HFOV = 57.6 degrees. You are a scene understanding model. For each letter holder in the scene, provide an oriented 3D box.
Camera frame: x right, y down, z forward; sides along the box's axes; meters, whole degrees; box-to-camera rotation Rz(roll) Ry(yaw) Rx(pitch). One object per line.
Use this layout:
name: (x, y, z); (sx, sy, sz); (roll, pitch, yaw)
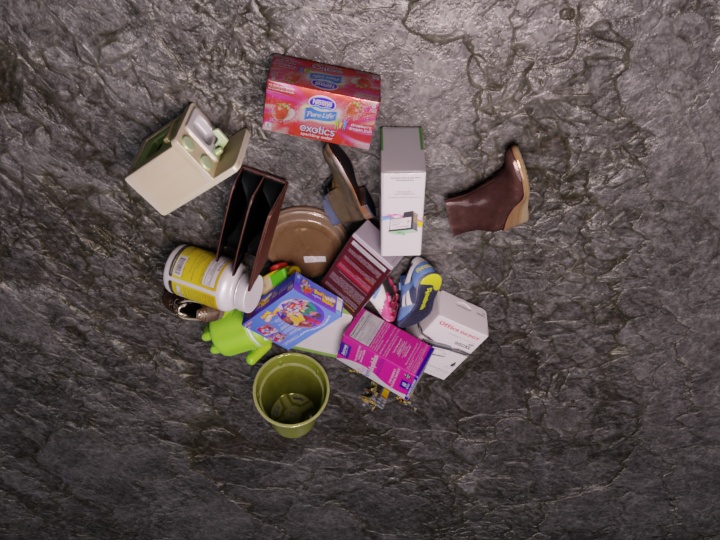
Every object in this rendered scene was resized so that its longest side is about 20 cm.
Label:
letter holder: (-0.229, -0.079, 1.315); (0.099, 0.143, 0.202); (19, 126, -4)

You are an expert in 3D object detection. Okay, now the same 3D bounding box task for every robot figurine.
robot figurine: (-0.280, 0.135, 1.568); (0.197, 0.116, 0.177); (-16, 119, 18)

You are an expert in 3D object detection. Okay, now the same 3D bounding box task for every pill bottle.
pill bottle: (-0.317, 0.022, 1.423); (0.197, 0.113, 0.114); (18, 137, 16)

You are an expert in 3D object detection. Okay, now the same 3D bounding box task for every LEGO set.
LEGO set: (0.047, 0.293, 1.658); (0.198, 0.117, 0.154); (8, 155, 42)

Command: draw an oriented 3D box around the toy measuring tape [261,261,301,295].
toy measuring tape: (-0.196, 0.031, 1.466); (0.198, 0.074, 0.073); (-27, 128, 39)

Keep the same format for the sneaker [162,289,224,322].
sneaker: (-0.402, 0.075, 1.500); (0.197, 0.075, 0.072); (7, 98, 34)

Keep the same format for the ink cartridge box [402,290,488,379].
ink cartridge box: (0.196, 0.159, 1.587); (0.143, 0.085, 0.201); (22, 132, -16)

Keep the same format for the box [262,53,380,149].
box: (-0.068, -0.296, 1.151); (0.196, 0.096, 0.101); (10, 134, -7)

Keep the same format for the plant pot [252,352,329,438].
plant pot: (-0.182, 0.351, 1.741); (0.196, 0.203, 0.185); (5, 146, -2)

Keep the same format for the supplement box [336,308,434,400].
supplement box: (0.056, 0.193, 1.529); (0.198, 0.104, 0.102); (29, 138, 11)

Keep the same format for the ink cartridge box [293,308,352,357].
ink cartridge box: (-0.095, 0.106, 1.560); (0.145, 0.077, 0.202); (13, 132, -9)

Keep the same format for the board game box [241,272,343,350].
board game box: (-0.150, 0.094, 1.436); (0.134, 0.045, 0.199); (32, 135, -28)

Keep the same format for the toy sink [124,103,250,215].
toy sink: (-0.321, -0.219, 1.217); (0.198, 0.132, 0.112); (-24, 129, 25)

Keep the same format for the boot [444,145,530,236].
boot: (0.247, -0.148, 1.293); (0.163, 0.073, 0.202); (-9, 137, 9)

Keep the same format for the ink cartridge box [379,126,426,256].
ink cartridge box: (0.077, -0.148, 1.252); (0.082, 0.146, 0.202); (0, 135, 1)

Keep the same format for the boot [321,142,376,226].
boot: (-0.050, -0.162, 1.296); (0.095, 0.076, 0.201); (-19, 132, 17)

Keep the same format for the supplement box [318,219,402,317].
supplement box: (0.000, 0.000, 1.385); (0.109, 0.061, 0.201); (41, 136, 3)

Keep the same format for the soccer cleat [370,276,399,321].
soccer cleat: (0.033, 0.036, 1.499); (0.085, 0.070, 0.202); (3, 134, 23)

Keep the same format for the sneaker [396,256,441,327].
sneaker: (0.124, 0.052, 1.495); (0.073, 0.083, 0.202); (-10, 142, -28)

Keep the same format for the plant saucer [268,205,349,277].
plant saucer: (-0.121, -0.055, 1.437); (0.196, 0.030, 0.202); (1, 134, 1)
